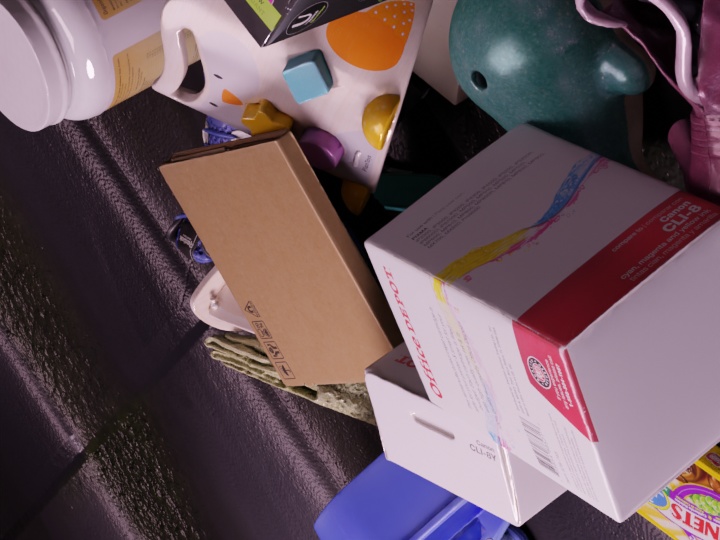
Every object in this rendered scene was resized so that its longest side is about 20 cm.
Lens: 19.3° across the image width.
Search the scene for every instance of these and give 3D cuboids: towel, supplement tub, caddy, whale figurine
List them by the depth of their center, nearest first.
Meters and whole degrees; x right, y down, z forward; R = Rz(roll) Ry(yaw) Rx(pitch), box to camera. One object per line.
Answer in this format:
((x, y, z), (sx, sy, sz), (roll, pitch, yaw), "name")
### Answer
((0.128, -0.112, 1.391), (0.159, 0.103, 0.201), (-6, 110, 57), "whale figurine")
((0.061, 0.198, 1.699), (0.105, 0.200, 0.141), (51, -169, 20), "caddy")
((-0.209, -0.210, 1.712), (0.144, 0.199, 0.145), (36, 144, 33), "supplement tub")
((-0.021, 0.097, 1.767), (0.199, 0.037, 0.148), (24, 177, -44), "towel")

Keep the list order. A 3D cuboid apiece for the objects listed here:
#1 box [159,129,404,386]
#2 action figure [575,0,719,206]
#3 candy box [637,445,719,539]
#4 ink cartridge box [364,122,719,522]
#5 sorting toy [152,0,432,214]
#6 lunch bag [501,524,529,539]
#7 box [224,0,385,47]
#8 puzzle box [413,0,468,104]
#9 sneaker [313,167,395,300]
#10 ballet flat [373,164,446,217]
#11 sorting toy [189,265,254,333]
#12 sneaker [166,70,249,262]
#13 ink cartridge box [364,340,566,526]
((-0.052, -0.004, 1.536), (0.163, 0.021, 0.201), (-7, 117, 54), "box")
((0.223, -0.087, 1.244), (0.133, 0.148, 0.202), (8, 111, 46), "action figure")
((0.257, 0.172, 1.540), (0.200, 0.026, 0.103), (36, 147, 35), "candy box")
((0.129, 0.026, 1.307), (0.200, 0.144, 0.146), (29, 150, 48), "ink cartridge box")
((-0.059, -0.134, 1.513), (0.179, 0.107, 0.200), (17, 152, 0), "sorting toy")
((0.075, 0.268, 1.856), (0.199, 0.075, 0.161), (25, 139, 43), "lunch bag")
((-0.015, -0.257, 1.354), (0.149, 0.199, 0.124), (51, 134, 11), "box")
((0.016, -0.227, 1.533), (0.200, 0.025, 0.134), (42, 148, 26), "puzzle box")
((0.000, 0.000, 1.575), (0.200, 0.066, 0.079), (48, 132, 30), "sneaker")
((0.010, -0.049, 1.672), (0.199, 0.074, 0.075), (22, 135, 51), "ballet flat")
((-0.001, 0.042, 1.705), (0.199, 0.107, 0.180), (18, 168, 40), "sorting toy")
((-0.108, -0.065, 1.780), (0.080, 0.115, 0.201), (23, 135, 44), "sneaker")
((0.123, 0.073, 1.473), (0.145, 0.199, 0.084), (22, 135, 46), "ink cartridge box")
